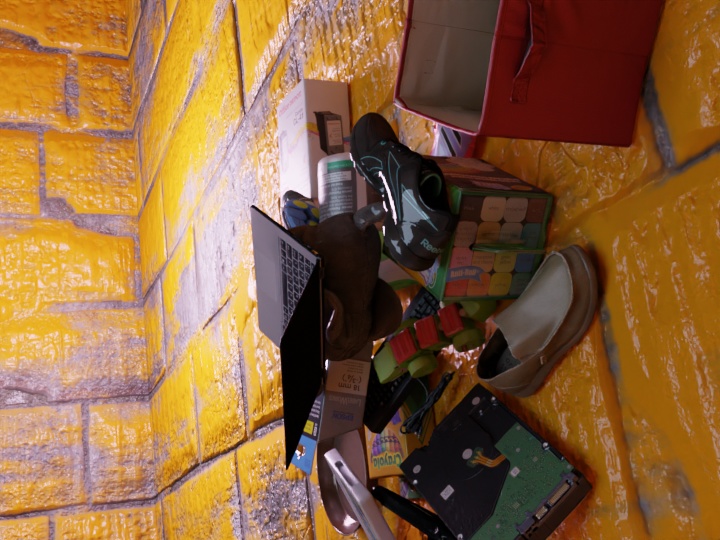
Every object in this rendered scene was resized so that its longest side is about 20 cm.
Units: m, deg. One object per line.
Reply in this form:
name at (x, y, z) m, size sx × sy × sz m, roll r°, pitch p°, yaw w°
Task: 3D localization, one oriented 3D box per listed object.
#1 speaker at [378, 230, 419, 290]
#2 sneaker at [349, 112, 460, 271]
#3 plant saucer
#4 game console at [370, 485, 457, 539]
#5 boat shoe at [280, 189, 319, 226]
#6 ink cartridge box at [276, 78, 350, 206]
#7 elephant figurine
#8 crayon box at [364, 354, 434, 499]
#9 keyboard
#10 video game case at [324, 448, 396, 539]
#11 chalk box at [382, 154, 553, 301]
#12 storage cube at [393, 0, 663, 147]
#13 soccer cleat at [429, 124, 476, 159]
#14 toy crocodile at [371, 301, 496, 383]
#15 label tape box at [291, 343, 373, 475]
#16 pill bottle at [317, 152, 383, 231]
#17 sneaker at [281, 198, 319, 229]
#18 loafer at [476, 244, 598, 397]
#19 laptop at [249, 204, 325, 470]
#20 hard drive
speaker at (0.000, 0.000, 1.134) m, size 0.088 × 0.197 × 0.090 m, roll -18°, pitch -90°, yaw -76°
sneaker at (0.051, -0.098, 0.904) m, size 0.079 × 0.075 × 0.202 m, roll -46°, pitch 53°, yaw 37°
plant saucer at (-0.020, 0.316, 1.364) m, size 0.200 × 0.034 × 0.204 m, roll 180°, pitch 90°, yaw -64°
game console at (0.095, 0.365, 1.025) m, size 0.118 × 0.175 × 0.199 m, roll -62°, pitch 24°, yaw -10°
boat shoe at (-0.084, -0.054, 1.394) m, size 0.062 × 0.072 × 0.201 m, roll 46°, pitch 164°, yaw 34°
ink cartridge box at (-0.078, -0.199, 1.437) m, size 0.147 × 0.084 × 0.204 m, roll 158°, pitch 109°, yaw -63°
elephant figurine at (-0.020, 0.042, 1.016) m, size 0.155 × 0.139 × 0.203 m, roll 106°, pitch 152°, yaw -85°
crayon box at (0.053, 0.214, 1.186) m, size 0.126 × 0.051 × 0.203 m, roll 148°, pitch 119°, yaw -61°
keyboard at (0.065, 0.132, 1.113) m, size 0.127 × 0.020 × 0.201 m, roll 46°, pitch 113°, yaw 35°
video game case at (0.025, 0.350, 1.139) m, size 0.202 × 0.023 × 0.182 m, roll 64°, pitch 169°, yaw -14°
chalk box at (0.125, -0.042, 0.947) m, size 0.200 × 0.123 × 0.126 m, roll -135°, pitch 51°, yaw -59°
storage cube at (0.156, -0.220, 0.815) m, size 0.200 × 0.177 × 0.174 m, roll 37°, pitch 123°, yaw 59°
soccer cleat at (0.117, -0.143, 1.055) m, size 0.076 × 0.066 × 0.202 m, roll 37°, pitch 123°, yaw 22°
toy crocodile at (0.087, 0.079, 1.051) m, size 0.199 × 0.061 × 0.068 m, roll -34°, pitch 62°, yaw 32°
label tape box at (-0.041, 0.167, 1.152) m, size 0.144 × 0.062 × 0.203 m, roll 166°, pitch 113°, yaw -73°
pill bottle at (-0.005, -0.062, 1.242) m, size 0.113 × 0.111 × 0.204 m, roll 166°, pitch 103°, yaw -64°
sneaker at (-0.072, -0.024, 1.313) m, size 0.082 × 0.200 × 0.071 m, roll -3°, pitch 48°, yaw 30°
loafer at (0.180, 0.060, 0.890) m, size 0.076 × 0.066 × 0.202 m, roll -117°, pitch 36°, yaw -45°
laptop at (-0.098, 0.068, 0.934) m, size 0.199 × 0.115 × 0.189 m, roll 36°, pitch 139°, yaw 35°
hard drive at (0.139, 0.223, 0.925) m, size 0.140 × 0.038 × 0.200 m, roll -46°, pitch 30°, yaw -4°
